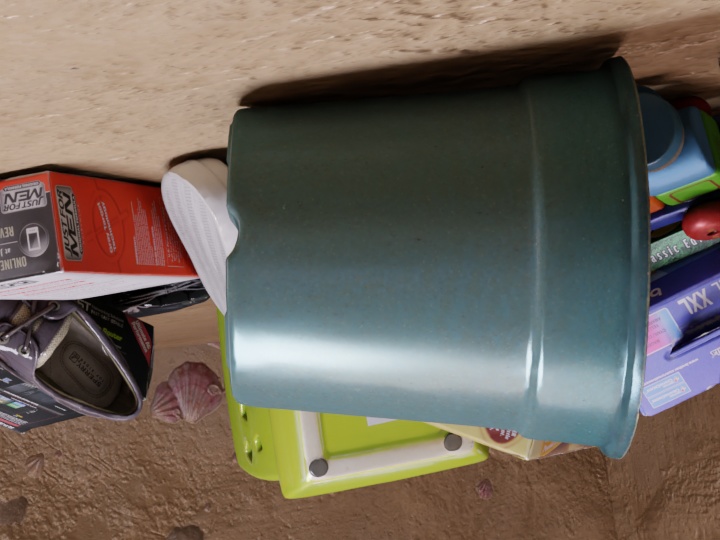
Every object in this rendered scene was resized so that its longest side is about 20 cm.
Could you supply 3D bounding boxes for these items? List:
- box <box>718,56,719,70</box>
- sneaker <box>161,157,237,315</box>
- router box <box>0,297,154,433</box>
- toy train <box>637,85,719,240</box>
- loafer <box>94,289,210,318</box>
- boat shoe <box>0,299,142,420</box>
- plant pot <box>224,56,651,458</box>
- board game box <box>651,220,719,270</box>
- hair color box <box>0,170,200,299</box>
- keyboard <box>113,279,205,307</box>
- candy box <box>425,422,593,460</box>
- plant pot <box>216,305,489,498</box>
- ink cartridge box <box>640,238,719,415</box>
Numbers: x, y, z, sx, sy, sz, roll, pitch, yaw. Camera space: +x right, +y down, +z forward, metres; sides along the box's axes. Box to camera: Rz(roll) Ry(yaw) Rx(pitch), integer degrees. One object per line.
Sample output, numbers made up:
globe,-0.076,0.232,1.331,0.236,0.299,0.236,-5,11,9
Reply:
box,0.302,-0.098,0.950,0.199,0.061,0.116,-5,175,-35
sneaker,-0.052,-0.038,1.116,0.115,0.074,0.200,-38,158,-11
router box,-0.272,0.051,1.314,0.149,0.062,0.200,-17,148,37
toy train,0.119,-0.046,1.065,0.199,0.085,0.116,-20,160,25
loafer,-0.213,0.014,1.420,0.199,0.069,0.070,-6,177,-17
boat shoe,-0.218,0.039,1.205,0.065,0.072,0.200,19,158,49
plant pot,0.033,-0.007,0.900,0.195,0.202,0.200,0,176,0
board game box,0.174,-0.030,1.147,0.199,0.024,0.105,-25,-152,23
hair color box,-0.182,-0.018,1.100,0.101,0.062,0.200,-9,177,17
keyboard,-0.140,-0.008,1.315,0.199,0.021,0.127,-8,153,15
candy box,0.047,0.056,1.095,0.199,0.056,0.115,19,-170,30
plant pot,-0.002,0.070,1.436,0.198,0.201,0.181,-9,-170,-12
ink cartridge box,0.219,0.005,1.145,0.136,0.076,0.200,-28,-154,18
